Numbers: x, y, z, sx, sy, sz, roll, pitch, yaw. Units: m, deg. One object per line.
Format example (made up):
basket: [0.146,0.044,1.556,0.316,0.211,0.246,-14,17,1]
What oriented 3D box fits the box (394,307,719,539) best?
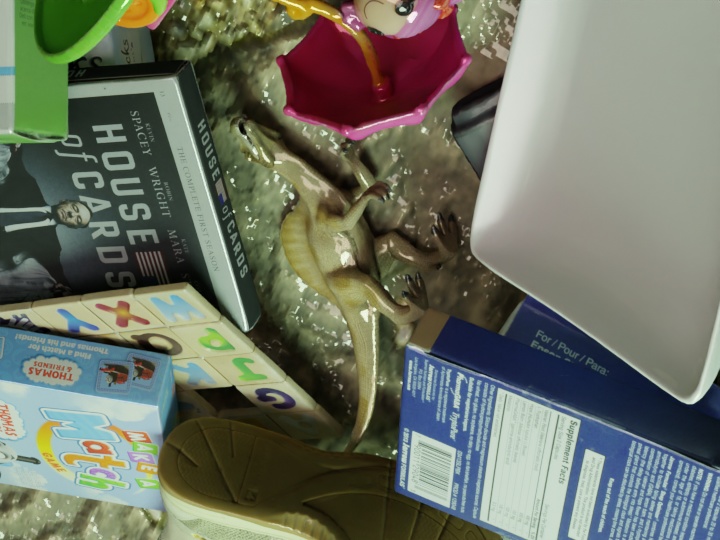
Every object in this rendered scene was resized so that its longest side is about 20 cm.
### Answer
box: [0.113,0.101,0.904,0.199,0.032,0.122,22,141,16]

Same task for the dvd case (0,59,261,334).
dvd case: [-0.161,-0.033,0.969,0.198,0.025,0.151,-1,122,22]

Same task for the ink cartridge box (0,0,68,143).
ink cartridge box: [-0.199,-0.162,0.894,0.103,0.059,0.202,1,91,19]

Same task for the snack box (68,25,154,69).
snack box: [-0.179,-0.093,0.990,0.141,0.053,0.202,4,119,18]

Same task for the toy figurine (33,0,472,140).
toy figurine: [-0.022,-0.139,0.842,0.183,0.151,0.200,24,142,-27]

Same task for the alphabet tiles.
alphabet tiles: [-0.133,0.060,1.028,0.199,0.008,0.167,-7,146,29]

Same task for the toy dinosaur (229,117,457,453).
toy dinosaur: [0.000,0.000,0.982,0.101,0.058,0.201,-6,111,41]

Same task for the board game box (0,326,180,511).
board game box: [-0.200,0.078,1.040,0.198,0.037,0.152,8,151,4]

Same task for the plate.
plate: [0.124,-0.070,0.806,0.032,0.200,0.201,3,108,-28]

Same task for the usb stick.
usb stick: [0.113,-0.007,0.934,0.055,0.033,0.201,-24,107,31]

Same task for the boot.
boot: [-0.022,0.163,1.041,0.198,0.072,0.155,19,146,2]

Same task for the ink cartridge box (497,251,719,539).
ink cartridge box: [0.145,0.102,0.944,0.199,0.041,0.201,28,142,5]
